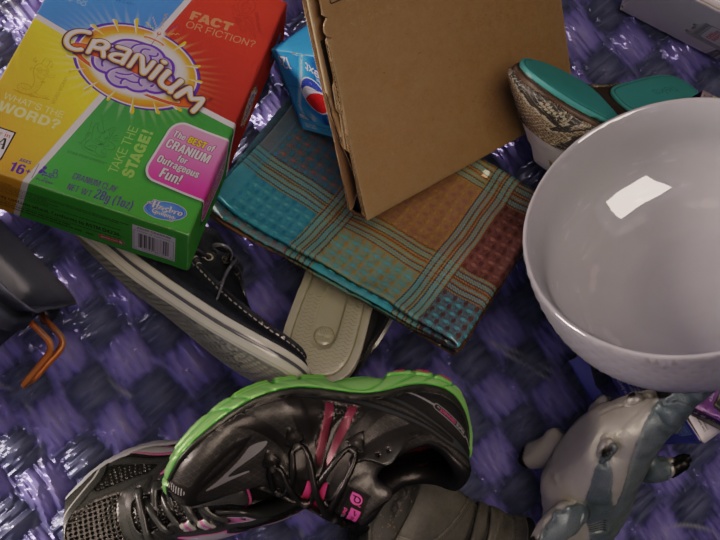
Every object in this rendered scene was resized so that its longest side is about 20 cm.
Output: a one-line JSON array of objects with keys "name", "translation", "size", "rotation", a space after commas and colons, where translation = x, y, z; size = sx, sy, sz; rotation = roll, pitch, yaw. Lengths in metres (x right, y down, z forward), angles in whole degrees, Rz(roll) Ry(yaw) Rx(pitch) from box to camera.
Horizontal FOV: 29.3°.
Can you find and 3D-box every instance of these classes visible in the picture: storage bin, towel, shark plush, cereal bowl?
[{"name": "storage bin", "translation": [-0.263, 0.031, 0.824], "size": [0.146, 0.200, 0.134], "rotation": [45, 88, -3]}, {"name": "towel", "translation": [0.013, -0.046, 0.918], "size": [0.198, 0.022, 0.147], "rotation": [29, 60, 13]}, {"name": "shark plush", "translation": [0.180, 0.116, 0.914], "size": [0.082, 0.091, 0.201], "rotation": [25, 113, -18]}, {"name": "cereal bowl", "translation": [0.203, -0.006, 0.845], "size": [0.197, 0.084, 0.202], "rotation": [-11, 49, 13]}]

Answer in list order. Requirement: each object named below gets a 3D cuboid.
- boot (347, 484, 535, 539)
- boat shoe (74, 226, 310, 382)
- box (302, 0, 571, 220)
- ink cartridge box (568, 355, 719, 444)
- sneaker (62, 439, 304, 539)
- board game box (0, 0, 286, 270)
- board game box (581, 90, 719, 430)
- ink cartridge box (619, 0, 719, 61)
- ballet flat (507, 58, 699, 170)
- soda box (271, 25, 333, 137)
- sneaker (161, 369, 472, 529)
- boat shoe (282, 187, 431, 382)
[{"name": "boot", "translation": [0.033, 0.231, 0.918], "size": [0.130, 0.068, 0.202], "rotation": [33, 80, -12]}, {"name": "boat shoe", "translation": [-0.102, 0.006, 0.881], "size": [0.199, 0.075, 0.062], "rotation": [35, 75, 28]}, {"name": "box", "translation": [0.056, -0.146, 0.892], "size": [0.199, 0.021, 0.166], "rotation": [-30, 120, -31]}, {"name": "ink cartridge box", "translation": [0.244, 0.031, 0.976], "size": [0.198, 0.076, 0.138], "rotation": [-31, 88, -14]}, {"name": "sneaker", "translation": [-0.099, 0.139, 0.889], "size": [0.198, 0.086, 0.081], "rotation": [-21, 87, -13]}, {"name": "board game box", "translation": [-0.147, -0.112, 0.883], "size": [0.151, 0.041, 0.202], "rotation": [17, 57, 1]}, {"name": "board game box", "translation": [0.241, -0.006, 0.930], "size": [0.119, 0.032, 0.202], "rotation": [26, 78, -9]}, {"name": "ink cartridge box", "translation": [0.312, -0.224, 1.017], "size": [0.198, 0.083, 0.148], "rotation": [25, 79, -8]}, {"name": "ballet flat", "translation": [0.161, -0.098, 0.947], "size": [0.198, 0.076, 0.068], "rotation": [-3, 44, -44]}, {"name": "soda box", "translation": [0.040, -0.168, 0.934], "size": [0.199, 0.067, 0.065], "rotation": [-37, 122, -26]}, {"name": "sneaker", "translation": [-0.020, 0.112, 0.827], "size": [0.197, 0.077, 0.085], "rotation": [-8, 54, -16]}, {"name": "boat shoe", "translation": [0.000, 0.000, 0.942], "size": [0.071, 0.068, 0.202], "rotation": [20, 65, 12]}]
